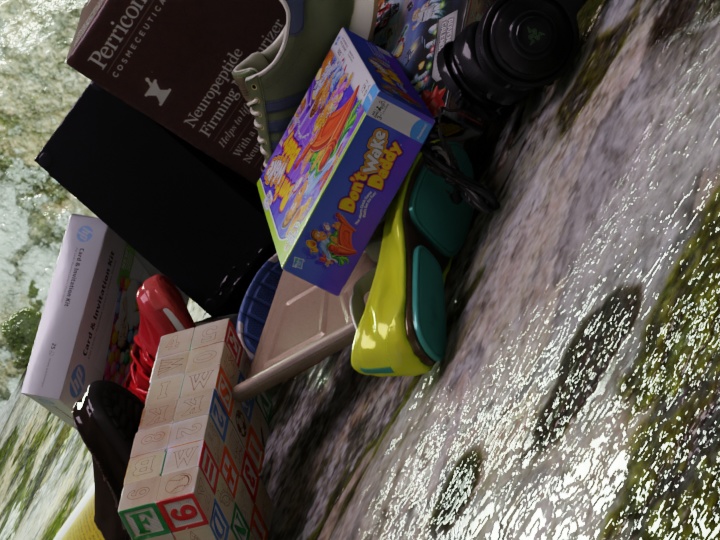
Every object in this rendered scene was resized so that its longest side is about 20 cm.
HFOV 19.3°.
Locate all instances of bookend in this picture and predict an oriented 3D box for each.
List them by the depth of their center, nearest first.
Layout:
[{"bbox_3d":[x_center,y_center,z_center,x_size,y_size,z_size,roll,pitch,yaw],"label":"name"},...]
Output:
[{"bbox_3d":[-0.139,-0.064,1.768,0.092,0.200,0.199,-51,-9,11],"label":"bookend"}]

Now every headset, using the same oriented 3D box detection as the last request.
[{"bbox_3d":[0.106,-0.133,1.421,0.200,0.094,0.123,-51,7,-27],"label":"headset"}]

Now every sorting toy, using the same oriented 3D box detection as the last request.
[{"bbox_3d":[0.000,0.000,1.530,0.184,0.036,0.201,-30,27,40],"label":"sorting toy"}]

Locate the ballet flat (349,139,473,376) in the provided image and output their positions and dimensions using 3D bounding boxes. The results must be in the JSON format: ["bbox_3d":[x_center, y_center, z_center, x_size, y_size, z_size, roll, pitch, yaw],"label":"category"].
[{"bbox_3d":[0.028,-0.008,1.396,0.067,0.067,0.201,-20,39,29],"label":"ballet flat"}]

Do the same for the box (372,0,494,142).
[{"bbox_3d":[0.054,-0.182,1.558,0.136,0.040,0.202,-17,56,53],"label":"box"}]

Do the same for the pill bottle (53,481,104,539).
[{"bbox_3d":[-0.165,0.197,1.674,0.200,0.111,0.112,-53,15,38],"label":"pill bottle"}]

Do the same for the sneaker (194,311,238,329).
[{"bbox_3d":[-0.112,0.040,1.896,0.116,0.075,0.200,-63,11,-22],"label":"sneaker"}]

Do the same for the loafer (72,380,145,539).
[{"bbox_3d":[-0.167,0.171,1.546,0.071,0.201,0.073,-19,28,11],"label":"loafer"}]

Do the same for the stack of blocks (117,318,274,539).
[{"bbox_3d":[-0.110,0.143,1.518,0.058,0.116,0.201,-15,33,15],"label":"stack of blocks"}]

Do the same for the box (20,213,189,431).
[{"bbox_3d":[-0.212,0.060,1.789,0.200,0.041,0.157,51,-130,-64],"label":"box"}]

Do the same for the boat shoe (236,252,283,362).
[{"bbox_3d":[-0.038,0.010,1.669,0.200,0.072,0.073,-54,-5,-34],"label":"boat shoe"}]

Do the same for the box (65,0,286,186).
[{"bbox_3d":[-0.107,-0.201,1.709,0.166,0.199,0.165,-54,14,18],"label":"box"}]

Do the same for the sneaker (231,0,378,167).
[{"bbox_3d":[-0.057,-0.130,1.589,0.067,0.089,0.202,-97,25,-65],"label":"sneaker"}]

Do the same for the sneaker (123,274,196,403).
[{"bbox_3d":[-0.170,0.098,1.685,0.115,0.201,0.079,-25,42,-6],"label":"sneaker"}]

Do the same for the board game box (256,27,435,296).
[{"bbox_3d":[-0.014,-0.080,1.462,0.135,0.044,0.200,-61,15,12],"label":"board game box"}]
